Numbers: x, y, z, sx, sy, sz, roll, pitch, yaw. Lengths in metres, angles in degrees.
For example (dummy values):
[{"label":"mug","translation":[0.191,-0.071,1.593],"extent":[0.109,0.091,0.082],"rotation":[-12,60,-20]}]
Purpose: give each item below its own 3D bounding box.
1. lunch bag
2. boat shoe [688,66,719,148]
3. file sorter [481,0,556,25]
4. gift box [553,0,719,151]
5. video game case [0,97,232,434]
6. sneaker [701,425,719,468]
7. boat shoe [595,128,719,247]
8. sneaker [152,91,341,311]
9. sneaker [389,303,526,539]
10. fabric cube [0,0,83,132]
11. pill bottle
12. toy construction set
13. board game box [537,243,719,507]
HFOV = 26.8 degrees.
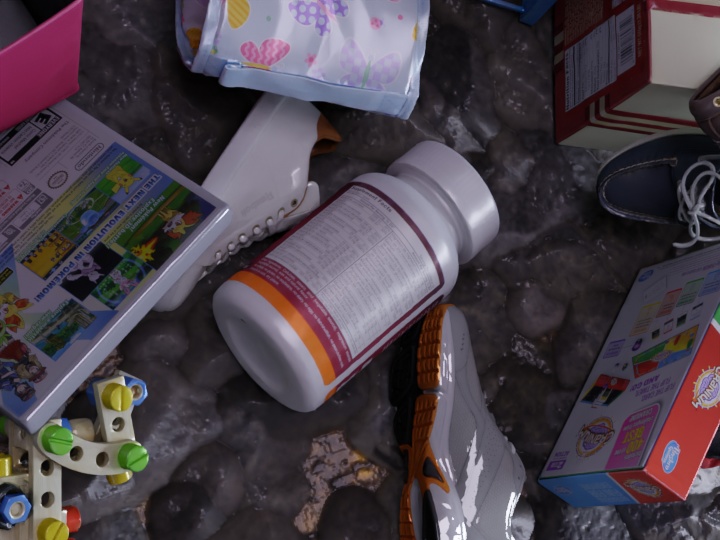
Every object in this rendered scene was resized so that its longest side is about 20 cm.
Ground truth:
[{"label":"lunch bag","translation":[-0.046,-0.202,1.091],"extent":[0.168,0.127,0.202],"rotation":[6,55,-19]},{"label":"boat shoe","translation":[0.312,-0.168,1.063],"extent":[0.059,0.072,0.200],"rotation":[42,90,-18]},{"label":"file sorter","translation":[0.124,-0.303,1.147],"extent":[0.122,0.200,0.140],"rotation":[15,73,-11]},{"label":"gift box","translation":[0.272,-0.180,1.174],"extent":[0.185,0.200,0.187],"rotation":[5,81,-19]},{"label":"video game case","translation":[-0.216,-0.014,1.011],"extent":[0.182,0.022,0.200],"rotation":[32,66,22]},{"label":"sneaker","translation":[0.336,0.105,1.182],"extent":[0.199,0.098,0.072],"rotation":[-11,80,-22]},{"label":"boat shoe","translation":[0.268,-0.059,1.122],"extent":[0.062,0.198,0.075],"rotation":[-61,146,-49]},{"label":"sneaker","translation":[-0.078,-0.042,1.083],"extent":[0.084,0.073,0.201],"rotation":[34,68,-6]},{"label":"sneaker","translation":[0.077,0.125,1.108],"extent":[0.091,0.076,0.202],"rotation":[2,85,-26]},{"label":"fabric cube","translation":[-0.305,-0.172,0.951],"extent":[0.195,0.199,0.201],"rotation":[-33,88,-15]},{"label":"pill bottle","translation":[0.000,0.000,1.081],"extent":[0.200,0.110,0.110],"rotation":[-40,92,-23]},{"label":"toy construction set","translation":[-0.190,0.170,0.994],"extent":[0.130,0.092,0.202],"rotation":[-4,83,-41]},{"label":"board game box","translation":[0.223,0.077,1.119],"extent":[0.040,0.153,0.201],"rotation":[34,70,-13]}]
